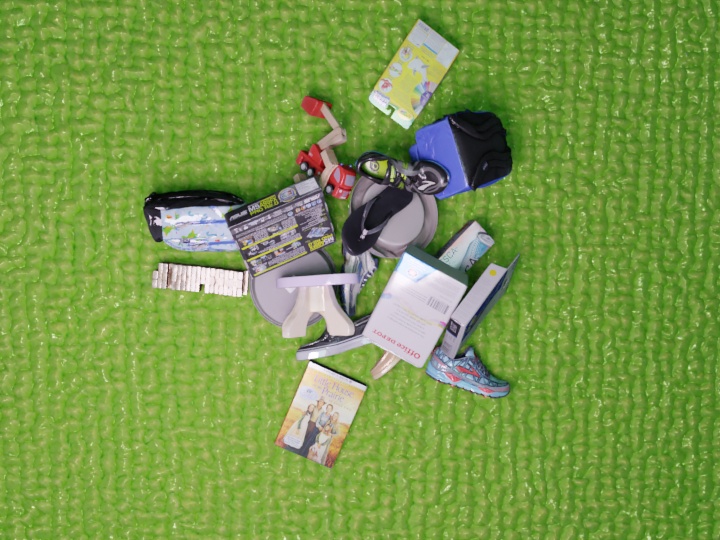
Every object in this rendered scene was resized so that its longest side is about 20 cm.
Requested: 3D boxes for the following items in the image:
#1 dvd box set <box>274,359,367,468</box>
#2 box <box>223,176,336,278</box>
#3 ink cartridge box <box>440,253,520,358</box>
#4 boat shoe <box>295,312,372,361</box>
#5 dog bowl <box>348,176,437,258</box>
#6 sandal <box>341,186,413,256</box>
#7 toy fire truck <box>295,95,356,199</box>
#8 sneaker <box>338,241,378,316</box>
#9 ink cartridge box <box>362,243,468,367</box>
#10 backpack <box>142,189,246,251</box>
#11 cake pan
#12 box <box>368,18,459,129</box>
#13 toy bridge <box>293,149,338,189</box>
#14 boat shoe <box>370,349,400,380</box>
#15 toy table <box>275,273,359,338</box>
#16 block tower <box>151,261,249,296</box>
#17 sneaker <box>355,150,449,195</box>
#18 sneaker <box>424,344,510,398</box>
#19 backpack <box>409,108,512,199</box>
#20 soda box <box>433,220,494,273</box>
[{"bbox_3d":[-0.088,0.319,1.425,0.144,0.029,0.203,24,93,-6],"label":"dvd box set"},{"bbox_3d":[-0.157,-0.084,1.292,0.197,0.162,0.045,-24,52,-6],"label":"box"},{"bbox_3d":[0.247,0.070,1.341,0.047,0.199,0.201,33,69,17],"label":"ink cartridge box"},{"bbox_3d":[-0.051,0.143,1.402,0.196,0.072,0.072,-16,87,-14],"label":"boat shoe"},{"bbox_3d":[0.064,-0.119,1.361,0.196,0.059,0.205,4,76,-18],"label":"dog bowl"},{"bbox_3d":[0.032,-0.114,1.295,0.076,0.043,0.201,43,69,-6],"label":"sandal"},{"bbox_3d":[-0.068,-0.257,1.332,0.200,0.048,0.143,43,116,31],"label":"toy fire truck"},{"bbox_3d":[0.000,0.000,1.386,0.083,0.077,0.205,5,95,-9],"label":"sneaker"},{"bbox_3d":[0.111,0.072,1.307,0.143,0.085,0.203,28,108,2],"label":"ink cartridge box"},{"bbox_3d":[-0.327,-0.104,1.319,0.196,0.163,0.157,-17,104,-10],"label":"backpack"},{"bbox_3d":[-0.145,0.029,1.394,0.195,0.037,0.205,0,95,-4],"label":"cake pan"},{"bbox_3d":[0.111,-0.416,1.377,0.116,0.048,0.202,34,89,-7],"label":"box"},{"bbox_3d":[-0.117,-0.167,1.325,0.199,0.027,0.068,-34,72,35],"label":"toy bridge"},{"bbox_3d":[0.079,0.149,1.410,0.064,0.071,0.201,39,81,-2],"label":"boat shoe"},{"bbox_3d":[-0.088,0.069,1.292,0.181,0.198,0.120,-2,89,-41],"label":"toy table"},{"bbox_3d":[-0.339,0.018,1.367,0.195,0.058,0.055,6,95,-6],"label":"block tower"},{"bbox_3d":[0.080,-0.187,1.271,0.196,0.083,0.072,15,117,15],"label":"sneaker"},{"bbox_3d":[0.248,0.220,1.422,0.196,0.079,0.098,17,91,-6],"label":"sneaker"},{"bbox_3d":[0.211,-0.247,1.339,0.198,0.166,0.166,-22,100,-40],"label":"backpack"},{"bbox_3d":[0.198,-0.016,1.406,0.068,0.064,0.200,44,90,-6],"label":"soda box"}]
